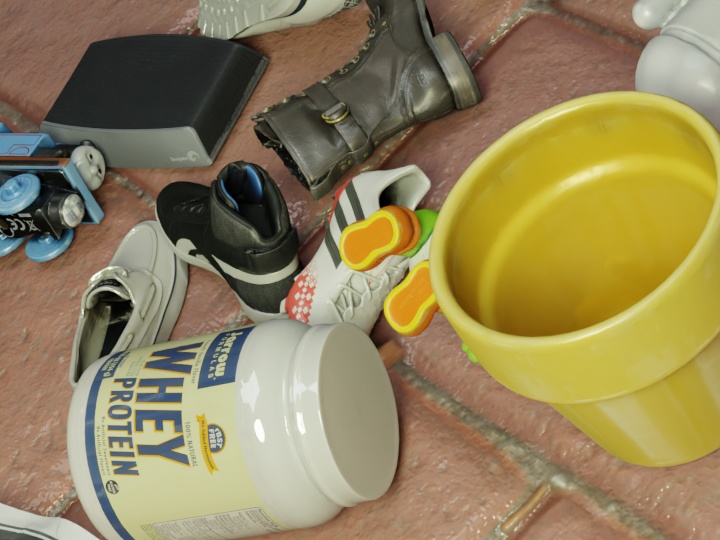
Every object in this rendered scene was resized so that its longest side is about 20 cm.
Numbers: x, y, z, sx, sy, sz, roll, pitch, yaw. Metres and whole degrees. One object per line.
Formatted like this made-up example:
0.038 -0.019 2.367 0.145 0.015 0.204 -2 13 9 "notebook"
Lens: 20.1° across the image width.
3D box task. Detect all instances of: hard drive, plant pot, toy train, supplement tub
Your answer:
-0.189 -0.153 1.803 0.199 0.042 0.135 5 56 37 "hard drive"
0.170 0.021 1.295 0.200 0.189 0.202 -18 45 19 "plant pot"
-0.309 -0.073 1.782 0.199 0.087 0.115 2 48 35 "toy train"
-0.088 0.114 1.416 0.199 0.145 0.146 -12 47 25 "supplement tub"

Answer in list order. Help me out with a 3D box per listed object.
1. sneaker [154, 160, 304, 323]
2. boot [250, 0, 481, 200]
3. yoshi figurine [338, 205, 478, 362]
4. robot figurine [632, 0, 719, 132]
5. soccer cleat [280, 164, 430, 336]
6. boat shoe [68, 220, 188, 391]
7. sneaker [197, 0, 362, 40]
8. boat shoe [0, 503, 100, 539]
-0.103 -0.050 1.592 0.073 0.112 0.200 -27 41 -23 "sneaker"
-0.011 -0.156 1.650 0.173 0.069 0.200 -28 43 -4 "boot"
0.065 0.001 1.416 0.111 0.199 0.113 10 101 35 "yoshi figurine"
0.274 -0.153 1.440 0.169 0.113 0.200 41 79 19 "robot figurine"
0.000 0.000 1.517 0.085 0.069 0.201 -20 37 38 "soccer cleat"
-0.192 0.030 1.621 0.072 0.066 0.201 -9 48 28 "boat shoe"
-0.077 -0.239 1.793 0.200 0.080 0.077 9 98 57 "sneaker"
-0.238 0.217 1.478 0.199 0.072 0.068 10 57 42 "boat shoe"
